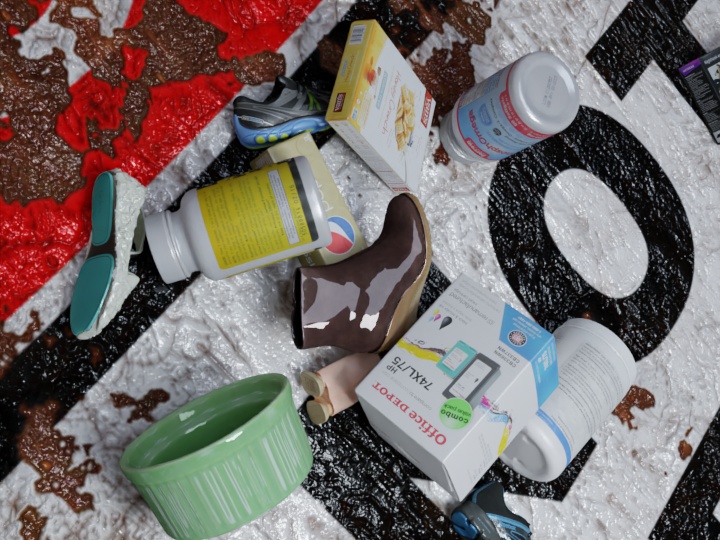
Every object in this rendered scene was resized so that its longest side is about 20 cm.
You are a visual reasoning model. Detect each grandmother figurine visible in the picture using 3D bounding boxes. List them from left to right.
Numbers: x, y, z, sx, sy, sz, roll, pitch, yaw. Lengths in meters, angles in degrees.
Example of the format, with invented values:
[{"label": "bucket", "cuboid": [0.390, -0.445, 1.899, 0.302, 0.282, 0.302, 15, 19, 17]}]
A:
[{"label": "grandmother figurine", "cuboid": [0.019, 0.119, 1.210, 0.199, 0.060, 0.122, -21, 117, -32]}]

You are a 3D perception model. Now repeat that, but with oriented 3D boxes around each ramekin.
[{"label": "ramekin", "cuboid": [-0.148, 0.202, 1.026, 0.200, 0.200, 0.098, -31, 103, -29]}]

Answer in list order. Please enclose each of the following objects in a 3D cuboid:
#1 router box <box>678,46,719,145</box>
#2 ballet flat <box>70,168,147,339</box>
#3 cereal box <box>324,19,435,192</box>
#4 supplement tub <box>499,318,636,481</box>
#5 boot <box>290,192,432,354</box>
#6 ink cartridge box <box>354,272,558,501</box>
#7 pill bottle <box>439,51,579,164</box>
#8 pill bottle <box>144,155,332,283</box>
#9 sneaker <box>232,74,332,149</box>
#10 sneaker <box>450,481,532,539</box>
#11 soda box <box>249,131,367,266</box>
[{"label": "router box", "cuboid": [0.658, -0.323, 1.639, 0.200, 0.051, 0.150, -28, 92, -30]}, {"label": "ballet flat", "cuboid": [-0.276, -0.017, 1.076, 0.071, 0.072, 0.201, 13, 74, -25]}, {"label": "cereal box", "cuboid": [0.032, -0.208, 1.234, 0.200, 0.039, 0.145, 38, 60, -54]}, {"label": "supplement tub", "cuboid": [0.268, 0.174, 1.285, 0.200, 0.132, 0.132, -40, 99, -28]}, {"label": "boot", "cuboid": [0.000, 0.000, 1.135, 0.166, 0.072, 0.201, 4, 90, -34]}, {"label": "ink cartridge box", "cuboid": [0.121, 0.143, 1.154, 0.147, 0.146, 0.200, 35, 73, 29]}, {"label": "pill bottle", "cuboid": [0.193, -0.211, 1.284, 0.108, 0.200, 0.109, 6, 77, -26]}, {"label": "pill bottle", "cuboid": [-0.141, -0.053, 1.097, 0.199, 0.111, 0.112, -18, 88, -4]}, {"label": "sneaker", "cuboid": [-0.073, -0.217, 1.218, 0.199, 0.071, 0.083, -20, 92, -28]}, {"label": "sneaker", "cuboid": [0.206, 0.369, 1.246, 0.082, 0.073, 0.200, -40, 100, -30]}, {"label": "soda box", "cuboid": [-0.058, -0.069, 1.200, 0.068, 0.064, 0.201, -29, 94, -29]}]
